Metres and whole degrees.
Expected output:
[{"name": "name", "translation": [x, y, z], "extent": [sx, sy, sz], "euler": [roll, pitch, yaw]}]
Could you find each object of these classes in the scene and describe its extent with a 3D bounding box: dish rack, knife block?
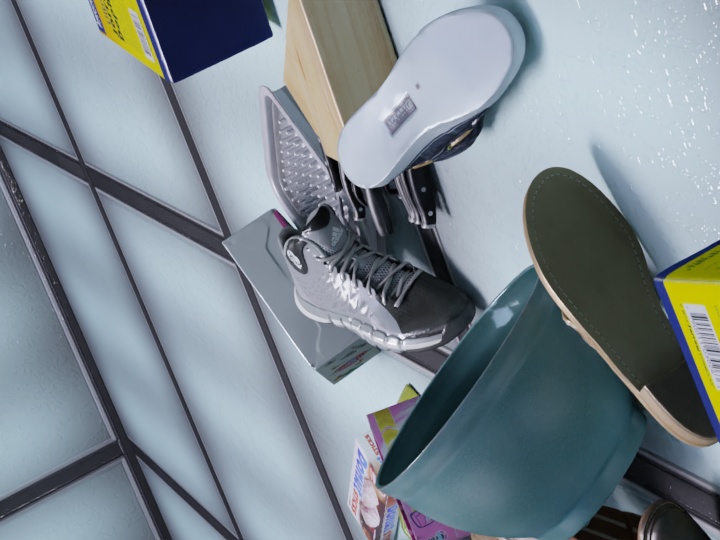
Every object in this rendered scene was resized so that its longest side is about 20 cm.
[{"name": "dish rack", "translation": [-0.027, -0.068, 1.845], "extent": [0.200, 0.043, 0.172], "euler": [54, 162, 30]}, {"name": "knife block", "translation": [0.007, -0.125, 1.617], "extent": [0.176, 0.064, 0.200], "euler": [57, 162, 20]}]

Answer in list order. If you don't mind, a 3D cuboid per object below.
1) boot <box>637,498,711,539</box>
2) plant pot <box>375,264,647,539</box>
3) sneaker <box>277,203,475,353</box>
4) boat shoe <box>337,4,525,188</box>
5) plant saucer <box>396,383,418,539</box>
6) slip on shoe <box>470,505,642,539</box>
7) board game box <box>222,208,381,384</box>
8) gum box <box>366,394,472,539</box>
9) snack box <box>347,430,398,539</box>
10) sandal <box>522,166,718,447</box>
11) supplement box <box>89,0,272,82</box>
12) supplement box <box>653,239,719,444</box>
[{"name": "boot", "translation": [0.268, 0.248, 1.402], "extent": [0.097, 0.075, 0.201], "euler": [4, 127, 58]}, {"name": "plant pot", "translation": [0.122, 0.114, 1.456], "extent": [0.134, 0.201, 0.200], "euler": [36, 164, -4]}, {"name": "sneaker", "translation": [0.000, 0.000, 1.706], "extent": [0.199, 0.075, 0.116], "euler": [10, 139, 41]}, {"name": "boat shoe", "translation": [0.067, -0.132, 1.429], "extent": [0.200, 0.091, 0.071], "euler": [-38, 78, 46]}, {"name": "plant saucer", "translation": [0.087, 0.245, 1.965], "extent": [0.200, 0.048, 0.201], "euler": [48, 158, 41]}, {"name": "slip on shoe", "translation": [0.169, 0.217, 1.516], "extent": [0.199, 0.076, 0.061], "euler": [21, 124, 18]}, {"name": "board game box", "translation": [-0.052, 0.027, 1.913], "extent": [0.148, 0.064, 0.200], "euler": [55, 179, 8]}, {"name": "gum box", "translation": [0.086, 0.176, 1.664], "extent": [0.200, 0.113, 0.067], "euler": [-115, 6, -60]}, {"name": "snack box", "translation": [0.016, 0.248, 2.229], "extent": [0.072, 0.024, 0.200], "euler": [58, 163, 22]}, {"name": "sandal", "translation": [0.168, 0.035, 1.345], "extent": [0.212, 0.077, 0.070], "euler": [54, 156, 13]}, {"name": "supplement box", "translation": [-0.181, -0.267, 1.867], "extent": [0.200, 0.108, 0.110], "euler": [37, 150, 57]}, {"name": "supplement box", "translation": [0.254, 0.031, 1.014], "extent": [0.110, 0.108, 0.200], "euler": [66, 164, -9]}]
